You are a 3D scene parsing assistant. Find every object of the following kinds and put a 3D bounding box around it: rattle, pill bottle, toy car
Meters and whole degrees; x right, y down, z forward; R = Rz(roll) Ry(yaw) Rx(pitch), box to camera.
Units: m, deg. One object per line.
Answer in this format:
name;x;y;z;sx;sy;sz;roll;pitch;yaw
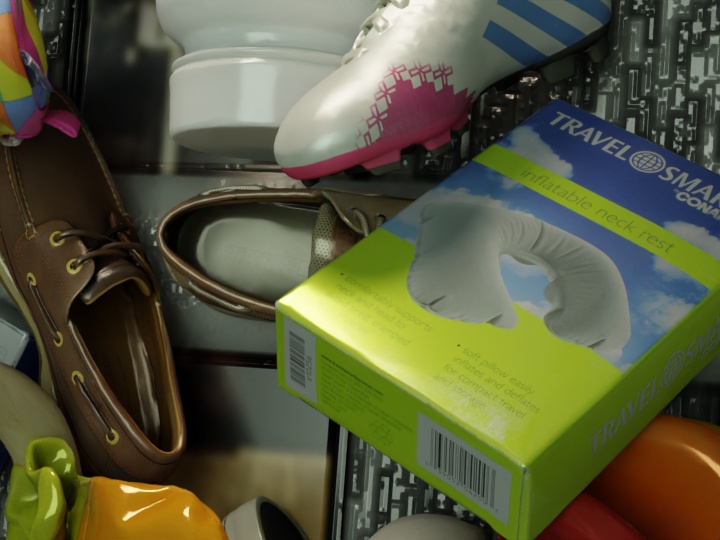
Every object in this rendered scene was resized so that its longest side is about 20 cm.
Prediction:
rattle;-0.167;0.079;0.621;0.130;0.200;0.142;-47;33;-14
pill bottle;-0.033;-0.155;0.716;0.113;0.114;0.203;1;84;17
toy car;0.082;0.140;0.625;0.175;0.150;0.200;43;94;17

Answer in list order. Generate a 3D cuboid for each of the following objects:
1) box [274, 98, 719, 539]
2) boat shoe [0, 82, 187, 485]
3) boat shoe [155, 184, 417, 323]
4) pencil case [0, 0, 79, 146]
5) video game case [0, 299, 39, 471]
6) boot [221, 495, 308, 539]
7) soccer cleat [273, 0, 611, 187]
box;0.077;0.006;0.624;0.121;0.048;0.199;30;50;30
boat shoe;-0.122;0.004;0.738;0.067;0.071;0.202;-24;80;50
boat shoe;0.000;0.000;0.710;0.198;0.072;0.077;3;85;18
pencil case;-0.226;-0.076;0.687;0.198;0.088;0.089;-13;80;-5
video game case;-0.267;0.079;0.799;0.180;0.045;0.202;29;93;17
boot;-0.072;0.205;0.671;0.144;0.072;0.201;-36;33;11
soccer cleat;0.029;-0.101;0.658;0.069;0.199;0.087;-5;110;45
